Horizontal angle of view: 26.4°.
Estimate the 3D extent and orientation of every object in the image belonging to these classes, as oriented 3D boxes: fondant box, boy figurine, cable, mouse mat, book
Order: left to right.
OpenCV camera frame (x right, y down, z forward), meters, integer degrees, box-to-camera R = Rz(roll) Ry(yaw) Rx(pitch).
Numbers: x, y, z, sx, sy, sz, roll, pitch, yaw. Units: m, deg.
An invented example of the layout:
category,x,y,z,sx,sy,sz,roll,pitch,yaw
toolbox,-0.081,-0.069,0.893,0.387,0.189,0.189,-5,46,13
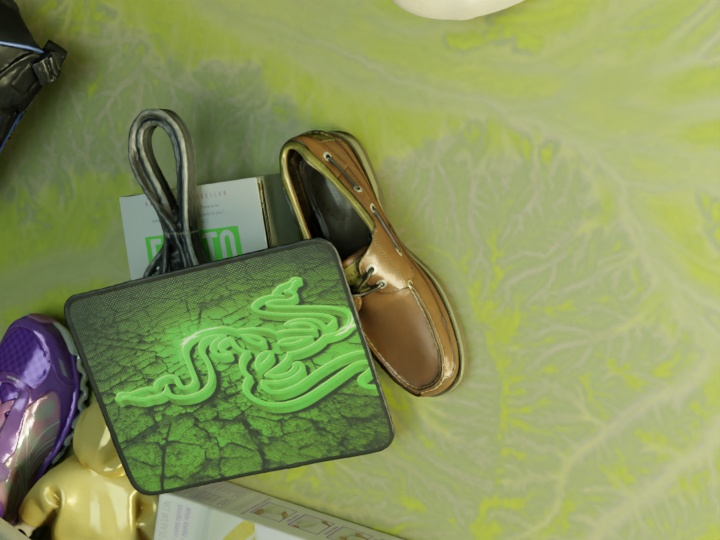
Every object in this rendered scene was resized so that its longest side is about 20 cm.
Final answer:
category,x,y,z,sx,sy,sz,roll,pitch,yaw
boy figurine,-0.198,0.184,1.144,0.123,0.064,0.202,5,97,0
cable,-0.128,-0.008,1.054,0.096,0.050,0.202,9,105,28
book,-0.100,0.038,1.102,0.133,0.048,0.202,-6,95,30
mouse mat,-0.089,0.069,1.037,0.199,0.008,0.162,-13,111,13
fondant box,-0.057,0.245,1.092,0.199,0.058,0.145,14,102,23

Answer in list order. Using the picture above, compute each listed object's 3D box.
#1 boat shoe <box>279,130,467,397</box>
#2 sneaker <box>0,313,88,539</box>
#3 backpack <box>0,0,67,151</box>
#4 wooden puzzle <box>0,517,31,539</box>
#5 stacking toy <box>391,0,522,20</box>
category,x,y,z,sx,sy,sz,roll,pitch,yaw
boat shoe,0.000,0.000,1.031,0.072,0.068,0.201,-34,82,23
sneaker,-0.272,0.131,1.168,0.080,0.088,0.201,23,104,23
backpack,-0.350,-0.128,1.132,0.201,0.182,0.147,-57,49,23
wooden puzzle,-0.306,0.240,1.139,0.199,0.046,0.186,24,125,25
stacking toy,0.055,-0.273,0.964,0.146,0.146,0.201,-30,63,25
